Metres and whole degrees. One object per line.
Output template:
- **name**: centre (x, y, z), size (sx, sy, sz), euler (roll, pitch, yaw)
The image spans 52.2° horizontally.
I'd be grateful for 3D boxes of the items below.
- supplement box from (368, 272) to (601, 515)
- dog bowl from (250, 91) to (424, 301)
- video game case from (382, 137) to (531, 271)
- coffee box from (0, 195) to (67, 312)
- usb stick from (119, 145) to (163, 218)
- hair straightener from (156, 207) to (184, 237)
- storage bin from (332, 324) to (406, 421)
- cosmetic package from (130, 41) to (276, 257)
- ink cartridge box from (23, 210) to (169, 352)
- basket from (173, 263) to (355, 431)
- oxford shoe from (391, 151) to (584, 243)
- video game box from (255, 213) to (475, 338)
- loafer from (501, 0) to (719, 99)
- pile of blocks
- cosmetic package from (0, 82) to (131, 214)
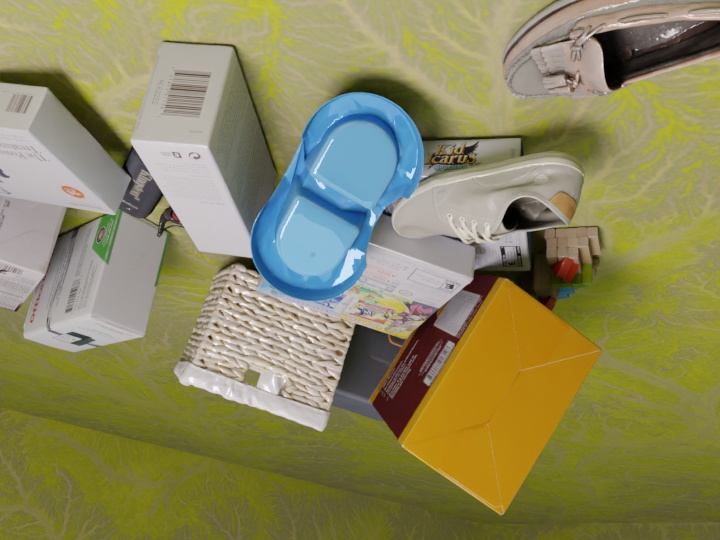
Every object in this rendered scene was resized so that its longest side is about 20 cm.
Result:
- **supplement box**: centre (0.127, 0.122, 0.829), size (0.131, 0.200, 0.200), euler (33, 178, -9)
- **dog bowl**: centre (-0.022, -0.069, 0.662), size (0.110, 0.050, 0.202), euler (27, 113, -14)
- **video game case**: centre (0.084, -0.062, 0.768), size (0.176, 0.047, 0.201), euler (0, 154, 16)
- **coffee box**: centre (-0.441, -0.032, 0.936), size (0.078, 0.116, 0.198), euler (21, 154, -27)
- **usb stick**: centre (-0.229, -0.107, 0.795), size (0.054, 0.033, 0.199), euler (20, 154, -22)
- **hair straightener**: centre (-0.167, -0.052, 0.885), size (0.195, 0.042, 0.077), euler (-7, 152, 31)
- **storage bin**: centre (0.013, 0.146, 1.144), size (0.197, 0.138, 0.144), euler (23, 153, -31)
- **cosmetic package**: centre (-0.136, -0.103, 0.687), size (0.069, 0.104, 0.201), euler (5, 155, 8)
- **ink cartridge box**: centre (-0.354, 0.019, 0.979), size (0.197, 0.151, 0.082), euler (-13, 150, 42)
- **basket**: centre (-0.130, 0.102, 0.989), size (0.194, 0.165, 0.199), euler (22, 170, -15)
- **oxford shoe**: centre (0.105, -0.052, 0.659), size (0.197, 0.059, 0.075), euler (-11, 152, 40)
- **video game box**: centre (0.000, 0.000, 0.806), size (0.195, 0.048, 0.183), euler (19, 148, -14)
- **loafer**: centre (0.181, -0.156, 0.504), size (0.197, 0.065, 0.071), euler (-15, 147, 42)
- **pile of blocks**: centre (0.236, 0.020, 0.875), size (0.080, 0.064, 0.201), euler (8, 157, 1)
- **cosmetic package**: centre (-0.356, -0.126, 0.745), size (0.195, 0.053, 0.151), euler (10, 160, 20)
